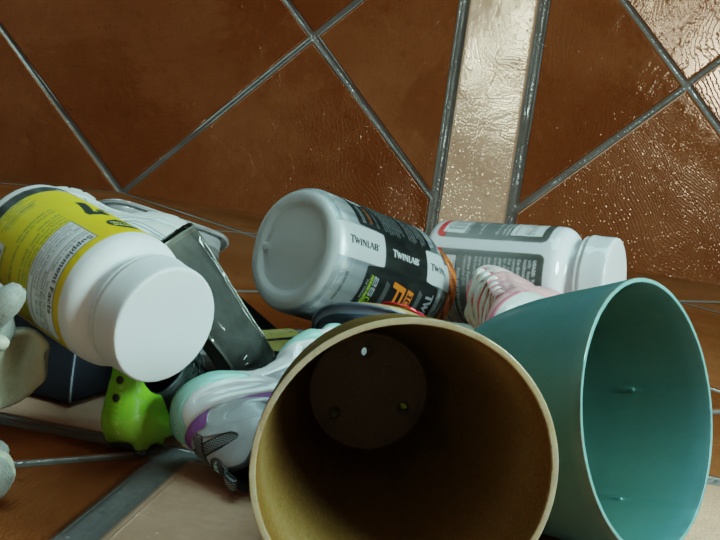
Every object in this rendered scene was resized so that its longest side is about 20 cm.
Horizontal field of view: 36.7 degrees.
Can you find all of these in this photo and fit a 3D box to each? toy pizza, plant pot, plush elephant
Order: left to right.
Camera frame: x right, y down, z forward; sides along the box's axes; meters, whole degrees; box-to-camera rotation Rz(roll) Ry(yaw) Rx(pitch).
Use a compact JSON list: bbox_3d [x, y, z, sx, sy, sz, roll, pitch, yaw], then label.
[{"bbox_3d":[-0.305,0.058,0.802,0.165,0.155,0.200,48,-28,-24],"label":"plush elephant"},{"bbox_3d":[0.015,0.105,0.740,0.186,0.187,0.200,7,8,-8],"label":"plant pot"},{"bbox_3d":[0.049,0.079,1.002,0.200,0.032,0.200,21,-26,10],"label":"toy pizza"},{"bbox_3d":[0.154,0.111,0.842,0.161,0.201,0.200,-6,-4,42],"label":"plant pot"}]

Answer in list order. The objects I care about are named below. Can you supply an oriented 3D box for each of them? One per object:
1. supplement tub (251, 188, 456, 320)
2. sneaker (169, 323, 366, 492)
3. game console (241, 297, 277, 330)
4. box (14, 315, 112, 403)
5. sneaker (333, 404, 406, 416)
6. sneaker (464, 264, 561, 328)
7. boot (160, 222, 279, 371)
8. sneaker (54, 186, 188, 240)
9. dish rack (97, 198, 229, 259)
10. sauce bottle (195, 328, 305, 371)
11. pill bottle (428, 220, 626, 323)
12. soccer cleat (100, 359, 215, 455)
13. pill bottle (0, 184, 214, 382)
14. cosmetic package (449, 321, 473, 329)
[{"bbox_3d":[0.000,0.000,1.081,0.122,0.123,0.200,15,-1,44],"label":"supplement tub"},{"bbox_3d":[-0.040,0.125,0.885,0.200,0.078,0.140,-23,46,-30],"label":"sneaker"},{"bbox_3d":[-0.220,0.079,1.314,0.176,0.116,0.200,40,16,10],"label":"game console"},{"bbox_3d":[-0.314,0.043,1.111,0.196,0.118,0.200,11,8,19],"label":"box"},{"bbox_3d":[0.051,0.130,1.005,0.199,0.076,0.105,8,7,5],"label":"sneaker"},{"bbox_3d":[0.131,0.042,1.024,0.104,0.076,0.200,21,11,25],"label":"sneaker"},{"bbox_3d":[-0.121,0.047,1.025,0.200,0.073,0.182,51,6,-4],"label":"boot"},{"bbox_3d":[-0.257,-0.034,1.056,0.199,0.075,0.087,7,13,-7],"label":"sneaker"},{"bbox_3d":[-0.270,-0.012,1.275,0.171,0.044,0.200,19,-29,-36],"label":"dish rack"},{"bbox_3d":[-0.132,0.094,1.121,0.065,0.065,0.200,15,10,43],"label":"sauce bottle"},{"bbox_3d":[0.175,0.008,1.167,0.200,0.114,0.114,5,6,27],"label":"pill bottle"},{"bbox_3d":[-0.158,0.103,0.963,0.067,0.081,0.200,11,8,19],"label":"soccer cleat"},{"bbox_3d":[-0.218,0.010,0.888,0.200,0.115,0.114,25,17,38],"label":"pill bottle"},{"bbox_3d":[0.176,0.118,1.124,0.199,0.104,0.073,6,7,-7],"label":"cosmetic package"}]
